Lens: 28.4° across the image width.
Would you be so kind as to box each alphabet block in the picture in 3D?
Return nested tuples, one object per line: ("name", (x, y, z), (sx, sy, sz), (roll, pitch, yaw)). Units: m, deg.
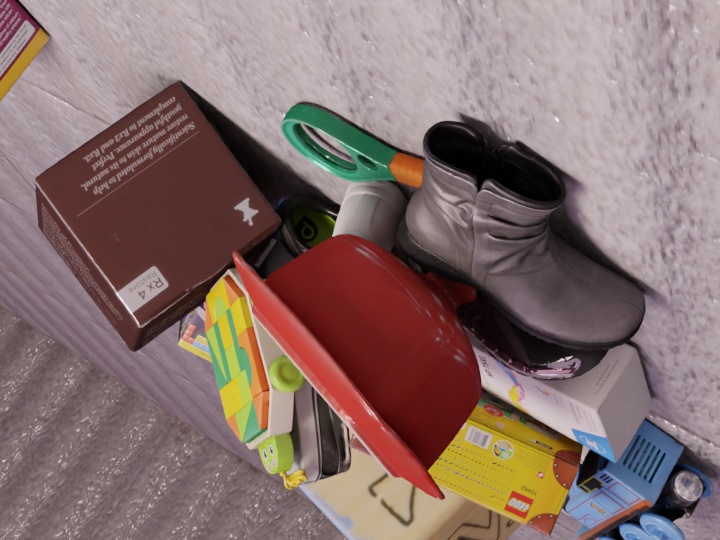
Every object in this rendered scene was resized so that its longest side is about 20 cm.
("alphabet block", (0.061, 0.231, 1.574), (0.195, 0.200, 0.197), (42, 171, 29))

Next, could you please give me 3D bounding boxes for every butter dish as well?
("butter dish", (0.025, 0.048, 1.087), (0.200, 0.148, 0.200), (47, 175, 31))

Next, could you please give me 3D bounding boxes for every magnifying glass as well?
("magnifying glass", (0.014, -0.086, 1.116), (0.199, 0.022, 0.080), (20, 159, 39))

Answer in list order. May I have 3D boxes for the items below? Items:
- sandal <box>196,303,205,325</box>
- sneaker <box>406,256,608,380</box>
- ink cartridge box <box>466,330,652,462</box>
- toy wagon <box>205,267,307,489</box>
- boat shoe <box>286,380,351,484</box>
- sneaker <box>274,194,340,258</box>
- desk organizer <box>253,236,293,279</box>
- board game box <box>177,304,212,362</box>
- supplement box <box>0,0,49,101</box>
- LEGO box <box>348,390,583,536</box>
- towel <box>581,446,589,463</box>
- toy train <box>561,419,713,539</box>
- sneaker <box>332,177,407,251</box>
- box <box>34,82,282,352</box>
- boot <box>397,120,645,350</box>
("sandal", (-0.148, 0.020, 1.482), (0.082, 0.204, 0.050), (-24, 159, 39))
("sneaker", (0.101, 0.012, 1.132), (0.199, 0.076, 0.116), (23, 158, 40))
("ink cartridge box", (0.146, 0.076, 1.235), (0.199, 0.067, 0.116), (27, 163, 30))
("toy wagon", (-0.093, 0.100, 1.285), (0.155, 0.039, 0.202), (139, 119, -62))
("boat shoe", (-0.041, 0.094, 1.296), (0.071, 0.063, 0.202), (-151, 56, -61))
("sneaker", (0.000, -0.001, 1.312), (0.199, 0.071, 0.083), (37, 171, 3))
("desk organizer", (-0.060, 0.019, 1.507), (0.199, 0.072, 0.077), (21, 162, 44))
("board game box", (-0.108, 0.075, 1.620), (0.199, 0.057, 0.165), (27, -166, -15))
("supplement box", (-0.418, -0.245, 1.353), (0.103, 0.131, 0.200), (21, 159, 41))
("LEGO box", (0.106, 0.143, 1.321), (0.199, 0.078, 0.149), (24, -160, 6))
("towel", (0.225, 0.196, 1.509), (0.199, 0.031, 0.149), (22, 161, 40))
("toy train", (0.255, 0.214, 1.365), (0.114, 0.087, 0.200), (37, 155, 3))
("sneaker", (-0.007, 0.013, 1.222), (0.075, 0.089, 0.201), (15, 142, 10))
("box", (-0.196, -0.044, 1.352), (0.165, 0.165, 0.200), (53, 165, 2))
("boot", (0.123, -0.020, 0.999), (0.199, 0.070, 0.132), (22, 150, 1))
